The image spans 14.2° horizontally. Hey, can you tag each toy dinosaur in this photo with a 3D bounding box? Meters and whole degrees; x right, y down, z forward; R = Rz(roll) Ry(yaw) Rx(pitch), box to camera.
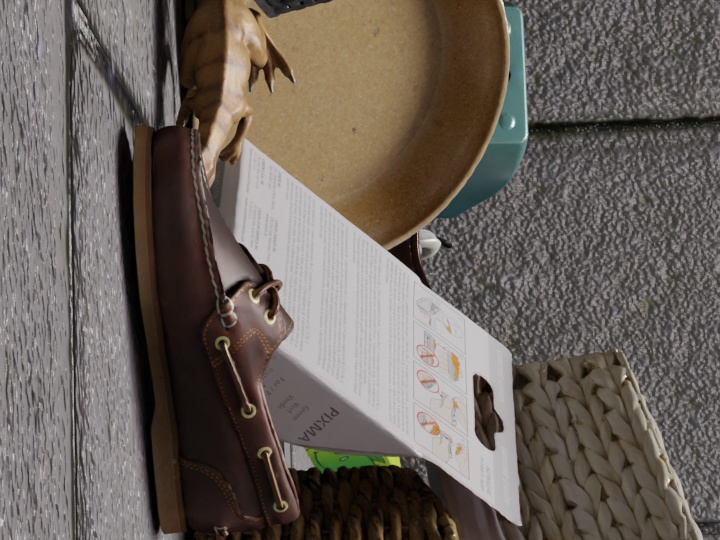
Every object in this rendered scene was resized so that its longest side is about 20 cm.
[{"bbox_3d":[-0.068,-0.121,1.432,0.106,0.060,0.201,72,15,-73],"label":"toy dinosaur"}]

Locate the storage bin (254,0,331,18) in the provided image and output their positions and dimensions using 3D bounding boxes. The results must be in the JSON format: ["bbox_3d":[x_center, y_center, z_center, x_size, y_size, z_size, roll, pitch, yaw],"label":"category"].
[{"bbox_3d":[-0.033,-0.243,1.429,0.135,0.093,0.201,44,33,-69],"label":"storage bin"}]

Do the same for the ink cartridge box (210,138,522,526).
[{"bbox_3d":[-0.006,0.041,1.482,0.200,0.050,0.161,40,26,-22],"label":"ink cartridge box"}]

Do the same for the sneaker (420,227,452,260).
[{"bbox_3d":[-0.007,-0.043,1.841,0.079,0.129,0.201,46,42,-86],"label":"sneaker"}]

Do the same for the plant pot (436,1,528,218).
[{"bbox_3d":[0.032,-0.117,1.938,0.200,0.140,0.142,162,-74,-71],"label":"plant pot"}]

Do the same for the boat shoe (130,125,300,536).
[{"bbox_3d":[-0.064,0.027,1.310,0.070,0.070,0.201,-84,170,-63],"label":"boat shoe"}]

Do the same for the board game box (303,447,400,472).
[{"bbox_3d":[-0.028,0.038,1.710,0.200,0.047,0.102,64,15,-53],"label":"board game box"}]

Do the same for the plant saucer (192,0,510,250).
[{"bbox_3d":[-0.011,-0.102,1.566,0.035,0.199,0.201,36,-42,50],"label":"plant saucer"}]

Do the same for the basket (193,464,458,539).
[{"bbox_3d":[-0.013,0.203,1.434,0.200,0.142,0.150,-83,170,-69],"label":"basket"}]

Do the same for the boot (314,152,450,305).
[{"bbox_3d":[0.000,0.000,1.657,0.097,0.074,0.201,125,-55,-70],"label":"boot"}]

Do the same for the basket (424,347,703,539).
[{"bbox_3d":[0.110,0.152,1.536,0.200,0.123,0.136,-105,-177,-53],"label":"basket"}]

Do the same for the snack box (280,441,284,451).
[{"bbox_3d":[-0.057,0.145,1.729,0.072,0.024,0.201,-79,166,-72],"label":"snack box"}]

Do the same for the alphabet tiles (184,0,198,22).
[{"bbox_3d":[-0.086,-0.158,1.605,0.167,0.007,0.201,57,31,-84],"label":"alphabet tiles"}]

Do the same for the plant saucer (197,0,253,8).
[{"bbox_3d":[-0.068,-0.171,1.618,0.200,0.031,0.201,-2,90,-87],"label":"plant saucer"}]
